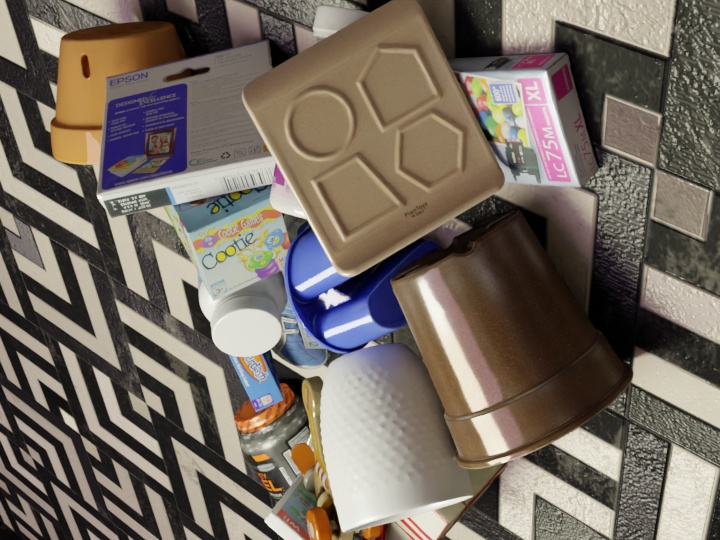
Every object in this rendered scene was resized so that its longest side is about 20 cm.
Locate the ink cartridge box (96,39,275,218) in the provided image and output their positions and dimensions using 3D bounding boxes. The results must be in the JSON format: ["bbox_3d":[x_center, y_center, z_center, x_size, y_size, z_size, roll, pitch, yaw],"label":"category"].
[{"bbox_3d":[-0.180,-0.155,1.243,0.044,0.196,0.201,74,-174,-48],"label":"ink cartridge box"}]

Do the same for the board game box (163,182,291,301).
[{"bbox_3d":[-0.162,-0.081,1.274,0.200,0.104,0.104,56,165,44],"label":"board game box"}]

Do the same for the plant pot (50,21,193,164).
[{"bbox_3d":[-0.285,-0.221,1.397,0.199,0.199,0.142,13,117,44],"label":"plant pot"}]

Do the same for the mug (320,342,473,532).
[{"bbox_3d":[0.051,0.172,1.253,0.148,0.198,0.177,-40,61,59],"label":"mug"}]

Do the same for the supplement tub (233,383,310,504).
[{"bbox_3d":[-0.099,0.278,1.724,0.122,0.122,0.201,-9,115,54],"label":"supplement tub"}]

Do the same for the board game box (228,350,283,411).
[{"bbox_3d":[-0.163,0.076,1.576,0.200,0.045,0.153,-116,4,-63],"label":"board game box"}]

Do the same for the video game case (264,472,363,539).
[{"bbox_3d":[-0.036,0.318,1.427,0.143,0.017,0.200,40,-168,3],"label":"video game case"}]

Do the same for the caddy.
[{"bbox_3d":[0.000,0.000,1.256,0.104,0.200,0.142,-24,102,41],"label":"caddy"}]

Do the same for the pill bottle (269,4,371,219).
[{"bbox_3d":[-0.021,-0.151,1.129,0.112,0.112,0.202,17,100,41],"label":"pill bottle"}]

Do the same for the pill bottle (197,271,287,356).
[{"bbox_3d":[-0.143,0.002,1.392,0.109,0.107,0.201,89,173,-46],"label":"pill bottle"}]

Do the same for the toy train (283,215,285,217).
[{"bbox_3d":[-0.053,-0.099,1.336,0.115,0.085,0.201,14,143,19],"label":"toy train"}]

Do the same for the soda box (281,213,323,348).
[{"bbox_3d":[-0.049,0.014,1.391,0.063,0.069,0.201,0,144,9],"label":"soda box"}]

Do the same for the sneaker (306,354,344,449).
[{"bbox_3d":[-0.032,0.192,1.585,0.075,0.088,0.201,41,147,17],"label":"sneaker"}]

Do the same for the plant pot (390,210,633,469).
[{"bbox_3d":[0.138,0.060,1.157,0.200,0.199,0.200,-24,96,57],"label":"plant pot"}]

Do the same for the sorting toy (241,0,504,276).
[{"bbox_3d":[0.013,-0.123,1.068,0.201,0.184,0.036,61,176,-9],"label":"sorting toy"}]

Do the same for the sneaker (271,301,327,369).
[{"bbox_3d":[-0.098,0.049,1.531,0.077,0.076,0.201,1,125,56],"label":"sneaker"}]

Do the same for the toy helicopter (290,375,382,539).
[{"bbox_3d":[-0.041,0.225,1.355,0.132,0.078,0.202,160,101,-74],"label":"toy helicopter"}]

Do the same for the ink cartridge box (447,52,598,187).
[{"bbox_3d":[0.123,-0.142,1.096,0.199,0.042,0.120,11,131,48],"label":"ink cartridge box"}]

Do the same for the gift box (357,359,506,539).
[{"bbox_3d":[0.059,0.235,1.424,0.199,0.187,0.185,37,146,18],"label":"gift box"}]
